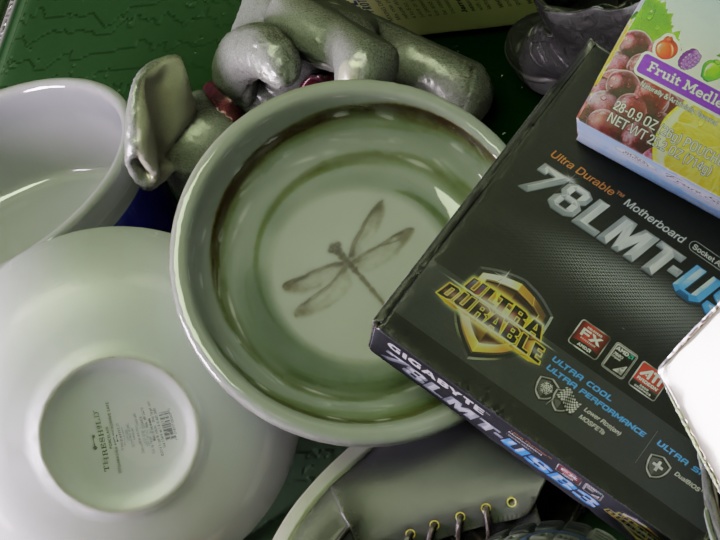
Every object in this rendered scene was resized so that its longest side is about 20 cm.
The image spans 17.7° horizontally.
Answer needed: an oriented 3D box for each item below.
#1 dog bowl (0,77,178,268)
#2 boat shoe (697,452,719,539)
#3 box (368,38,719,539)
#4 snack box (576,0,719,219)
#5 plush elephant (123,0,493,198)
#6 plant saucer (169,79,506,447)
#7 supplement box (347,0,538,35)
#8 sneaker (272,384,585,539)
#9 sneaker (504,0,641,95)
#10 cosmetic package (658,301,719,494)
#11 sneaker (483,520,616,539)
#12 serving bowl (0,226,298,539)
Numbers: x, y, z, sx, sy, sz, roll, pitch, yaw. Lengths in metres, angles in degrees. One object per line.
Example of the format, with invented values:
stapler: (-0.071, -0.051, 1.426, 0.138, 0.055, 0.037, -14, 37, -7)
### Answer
dog bowl: (-0.210, -0.023, 1.378, 0.200, 0.079, 0.200, -17, 36, 13)
boat shoe: (0.189, 0.082, 1.054, 0.072, 0.071, 0.200, -2, 44, 5)
box: (0.140, 0.015, 1.170, 0.200, 0.050, 0.199, 36, 74, 8)
snack box: (0.225, -0.115, 1.137, 0.168, 0.068, 0.200, 29, 86, 7)
plush elephant: (-0.054, -0.089, 1.344, 0.200, 0.165, 0.155, 29, 102, 19)
plant saucer: (0.000, 0.000, 1.216, 0.200, 0.050, 0.200, 1, 71, -3)
supplement box: (0.023, -0.252, 1.381, 0.200, 0.200, 0.134, -4, 55, 27)
sneaker: (0.032, 0.138, 1.188, 0.106, 0.075, 0.200, 25, 71, 37)
sneaker: (0.129, -0.139, 1.284, 0.060, 0.104, 0.200, -42, 34, -11)
cosmetic package: (0.239, 0.057, 1.009, 0.071, 0.200, 0.105, -52, 52, 43)
sneaker: (0.126, 0.175, 1.100, 0.200, 0.087, 0.075, 8, 27, 29)
serving bowl: (-0.128, 0.080, 1.233, 0.200, 0.200, 0.066, -36, 12, 1)
